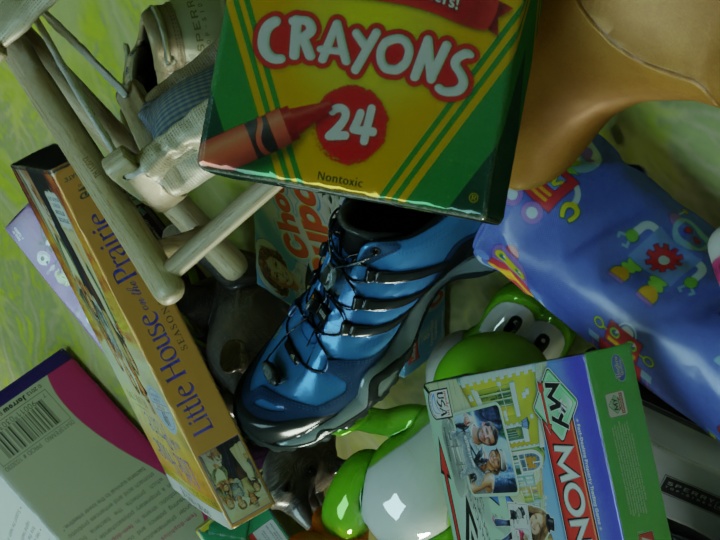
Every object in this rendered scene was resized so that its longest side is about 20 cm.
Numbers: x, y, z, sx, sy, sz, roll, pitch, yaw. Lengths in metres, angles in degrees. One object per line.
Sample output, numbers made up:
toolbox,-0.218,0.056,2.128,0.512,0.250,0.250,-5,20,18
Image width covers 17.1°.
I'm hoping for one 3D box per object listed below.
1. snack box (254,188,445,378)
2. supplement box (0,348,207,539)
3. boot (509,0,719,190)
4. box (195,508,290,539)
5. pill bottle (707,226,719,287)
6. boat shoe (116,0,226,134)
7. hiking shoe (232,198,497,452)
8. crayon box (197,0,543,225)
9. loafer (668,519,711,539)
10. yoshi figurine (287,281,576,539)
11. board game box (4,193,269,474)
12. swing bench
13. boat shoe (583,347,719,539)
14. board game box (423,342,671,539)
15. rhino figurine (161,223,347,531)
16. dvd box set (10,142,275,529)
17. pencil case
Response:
snack box,-0.007,-0.051,1.268,0.116,0.037,0.201,32,140,33
supplement box,-0.178,0.171,1.604,0.200,0.101,0.104,46,145,14
boot,0.136,-0.087,0.998,0.144,0.070,0.202,43,123,34
box,-0.051,0.192,1.465,0.118,0.048,0.200,54,171,2
pill bottle,0.225,0.060,0.971,0.113,0.113,0.201,-32,75,56
boat shoe,-0.103,-0.109,1.281,0.200,0.062,0.074,131,121,-68
hiking shoe,0.000,0.000,1.171,0.087,0.200,0.074,38,-172,-47
crayon box,0.013,-0.129,0.998,0.126,0.051,0.202,10,90,12
loafer,0.142,0.147,1.226,0.200,0.070,0.068,19,134,41
yoshi figurine,0.039,0.096,1.216,0.201,0.112,0.112,-58,38,18
board game box,-0.111,0.035,1.399,0.032,0.120,0.200,-41,83,19
swing bench,-0.063,-0.127,1.106,0.199,0.130,0.200,-40,86,13
boat shoe,0.182,0.095,1.133,0.199,0.066,0.070,23,138,3
board game box,0.094,0.141,1.091,0.134,0.029,0.202,-16,85,59
rhino figurine,-0.053,0.066,1.344,0.060,0.087,0.201,-42,56,26
dvd box set,-0.115,0.030,1.234,0.201,0.029,0.146,64,167,-11
pencil case,0.146,0.013,1.097,0.200,0.087,0.078,39,154,21
